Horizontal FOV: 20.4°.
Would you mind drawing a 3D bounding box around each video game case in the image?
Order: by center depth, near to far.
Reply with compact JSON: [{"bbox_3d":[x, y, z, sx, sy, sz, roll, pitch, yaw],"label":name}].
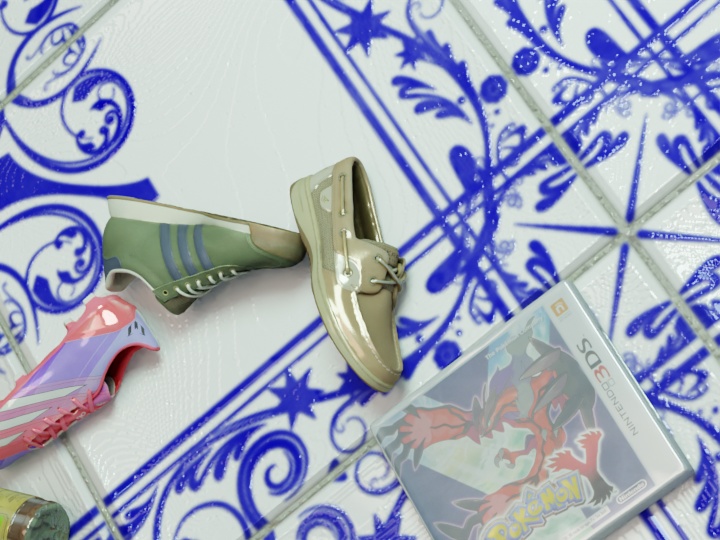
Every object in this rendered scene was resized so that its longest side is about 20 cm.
[{"bbox_3d":[0.126,0.136,1.524,0.200,0.023,0.182,-38,63,15],"label":"video game case"}]

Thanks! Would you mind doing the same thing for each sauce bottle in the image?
[{"bbox_3d":[-0.347,0.213,1.732,0.200,0.065,0.065,7,81,30],"label":"sauce bottle"}]

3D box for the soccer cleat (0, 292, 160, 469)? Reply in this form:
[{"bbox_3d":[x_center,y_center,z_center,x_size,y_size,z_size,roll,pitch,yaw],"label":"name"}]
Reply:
[{"bbox_3d":[-0.254,0.107,1.712,0.076,0.067,0.200,43,101,13],"label":"soccer cleat"}]

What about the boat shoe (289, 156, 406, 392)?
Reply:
[{"bbox_3d":[0.000,0.000,1.597,0.064,0.071,0.200,-28,65,20],"label":"boat shoe"}]

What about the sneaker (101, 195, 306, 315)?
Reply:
[{"bbox_3d":[-0.135,-0.005,1.679,0.200,0.067,0.090,11,90,30],"label":"sneaker"}]
